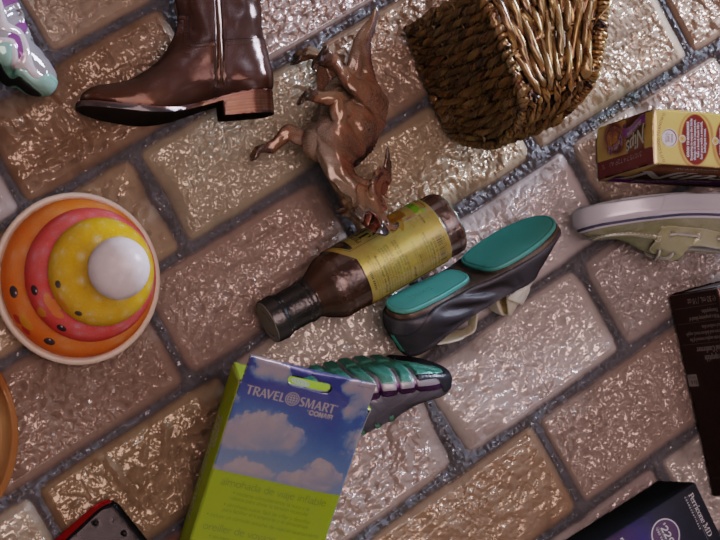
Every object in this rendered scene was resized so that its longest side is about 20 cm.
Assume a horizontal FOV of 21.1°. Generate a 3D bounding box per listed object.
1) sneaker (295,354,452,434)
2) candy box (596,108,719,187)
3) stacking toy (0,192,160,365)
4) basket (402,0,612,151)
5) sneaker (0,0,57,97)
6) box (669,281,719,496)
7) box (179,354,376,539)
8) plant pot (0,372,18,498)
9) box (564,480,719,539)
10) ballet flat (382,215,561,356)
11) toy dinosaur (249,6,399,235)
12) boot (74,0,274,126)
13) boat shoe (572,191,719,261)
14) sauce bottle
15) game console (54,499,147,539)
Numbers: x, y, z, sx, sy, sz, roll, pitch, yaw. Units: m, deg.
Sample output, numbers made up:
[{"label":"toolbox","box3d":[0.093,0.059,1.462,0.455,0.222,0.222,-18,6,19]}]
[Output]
[{"label":"sneaker","box3d":[-0.016,0.128,1.711,0.198,0.074,0.088,-5,105,-13]},{"label":"candy box","box3d":[0.337,-0.113,1.821,0.198,0.117,0.057,1,85,-20]},{"label":"stacking toy","box3d":[-0.216,-0.001,1.570,0.145,0.200,0.148,2,84,-19]},{"label":"basket","box3d":[0.153,-0.198,1.718,0.148,0.200,0.144,-25,92,-20]},{"label":"sneaker","box3d":[-0.303,-0.254,1.627,0.200,0.078,0.140,43,74,-12]},{"label":"box","box3d":[0.362,0.109,1.820,0.074,0.100,0.202,-14,89,-20]},{"label":"box","box3d":[-0.073,0.168,1.647,0.121,0.048,0.202,13,106,-18]},{"label":"plant pot","box3d":[-0.363,0.132,1.539,0.198,0.140,0.202,2,84,-20]},{"label":"box","box3d":[0.282,0.316,1.786,0.140,0.079,0.201,-29,95,-22]},{"label":"ballet flat","box3d":[0.104,0.019,1.759,0.199,0.073,0.074,-30,95,-26]},{"label":"toy dinosaur","box3d":[-0.007,-0.127,1.721,0.135,0.086,0.201,30,63,-21]},{"label":"boot","box3d":[-0.166,-0.231,1.684,0.185,0.064,0.202,-3,86,-24]},{"label":"boat shoe","box3d":[0.293,-0.040,1.824,0.198,0.072,0.063,-4,87,-22]},{"label":"sauce bottle","box3d":[0.000,0.000,1.719,0.199,0.065,0.065,-29,95,-21]},{"label":"game console","box3d":[-0.218,0.324,1.636,0.177,0.031,0.201,-41,100,-23]}]
